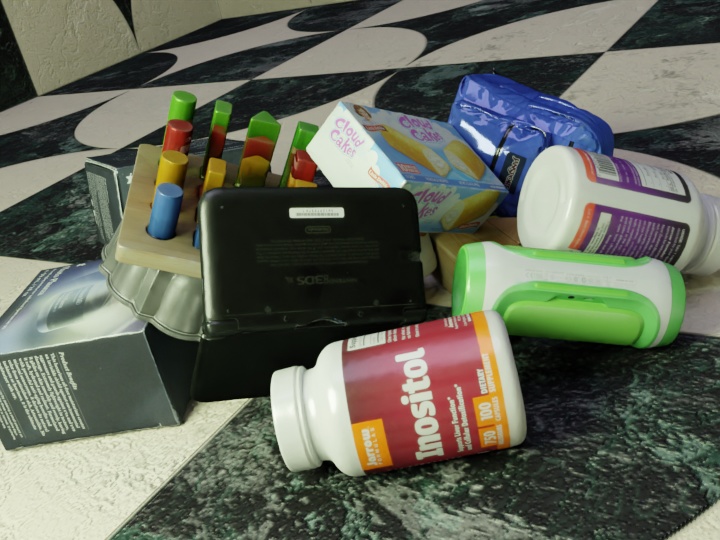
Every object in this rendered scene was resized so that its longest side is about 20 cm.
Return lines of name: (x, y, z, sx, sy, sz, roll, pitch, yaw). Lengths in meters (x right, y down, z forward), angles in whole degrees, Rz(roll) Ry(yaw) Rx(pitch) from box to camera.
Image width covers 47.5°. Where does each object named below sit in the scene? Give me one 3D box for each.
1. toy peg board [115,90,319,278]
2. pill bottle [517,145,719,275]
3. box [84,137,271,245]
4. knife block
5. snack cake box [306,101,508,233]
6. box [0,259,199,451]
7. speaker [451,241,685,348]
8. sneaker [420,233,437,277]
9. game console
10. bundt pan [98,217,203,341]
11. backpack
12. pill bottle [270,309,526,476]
toy peg board: (-0.123, -0.085, 0.803, 0.197, 0.099, 0.200, 11, 33, -15)
pill bottle: (0.267, -0.051, 0.818, 0.197, 0.113, 0.112, 10, 21, -16)
box: (-0.239, -0.099, 1.079, 0.197, 0.126, 0.196, -14, 15, -26)
knife block: (0.127, 0.007, 0.889, 0.197, 0.065, 0.176, 3, 30, 30)
snack cake box: (0.053, -0.102, 0.846, 0.199, 0.067, 0.116, -3, 51, -51)
box: (-0.280, 0.076, 0.896, 0.195, 0.125, 0.201, -9, 26, 7)
speaker: (0.186, 0.022, 0.747, 0.196, 0.090, 0.089, 6, 26, -4)
sneaker: (0.000, 0.000, 0.886, 0.072, 0.086, 0.199, 15, 41, 43)
game console: (-0.052, 0.023, 0.734, 0.197, 0.179, 0.116, -3, -5, -23)
bundt pan: (-0.163, -0.014, 0.854, 0.199, 0.076, 0.203, 23, 26, -12)
backpack: (0.194, -0.128, 0.986, 0.198, 0.165, 0.168, 24, 29, 15)
pill bottle: (0.031, 0.107, 0.683, 0.197, 0.115, 0.113, -13, 25, 5)
